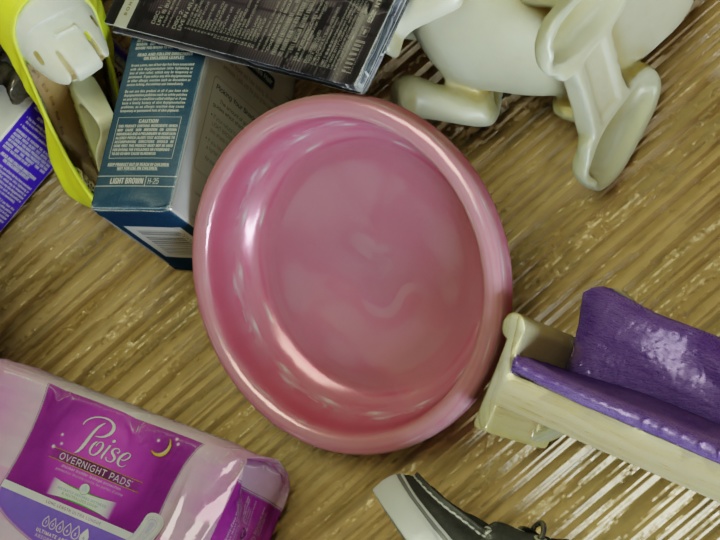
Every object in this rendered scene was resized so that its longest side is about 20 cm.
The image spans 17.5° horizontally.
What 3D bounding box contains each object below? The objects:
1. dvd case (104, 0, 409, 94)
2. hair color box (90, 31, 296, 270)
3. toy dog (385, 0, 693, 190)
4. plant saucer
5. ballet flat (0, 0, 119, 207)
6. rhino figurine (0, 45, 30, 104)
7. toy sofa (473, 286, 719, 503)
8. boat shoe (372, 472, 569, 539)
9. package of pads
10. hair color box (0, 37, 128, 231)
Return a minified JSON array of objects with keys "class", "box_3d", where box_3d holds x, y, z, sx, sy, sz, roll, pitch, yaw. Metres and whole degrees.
[{"class":"dvd case","box_3d":[-0.044,-0.185,1.328,0.200,0.016,0.149,17,78,38]},{"class":"hair color box","box_3d":[-0.091,-0.109,1.400,0.060,0.100,0.201,2,69,29]},{"class":"toy dog","box_3d":[0.076,-0.169,1.329,0.200,0.140,0.194,22,73,32]},{"class":"plant saucer","box_3d":[0.000,0.000,1.300,0.200,0.051,0.201,7,103,29]},{"class":"ballet flat","box_3d":[-0.168,-0.114,1.387,0.067,0.200,0.067,-27,38,-15]},{"class":"rhino figurine","box_3d":[-0.243,-0.132,1.431,0.087,0.060,0.200,33,87,35]},{"class":"toy sofa","box_3d":[0.168,0.074,1.203,0.200,0.083,0.098,23,92,30]},{"class":"boat shoe","box_3d":[0.089,0.167,1.220,0.066,0.070,0.200,-41,58,-5]},{"class":"package of pads","box_3d":[-0.148,0.134,1.337,0.200,0.076,0.121,18,78,30]},{"class":"hair color box","box_3d":[-0.249,-0.093,1.488,0.109,0.065,0.200,37,85,33]}]
